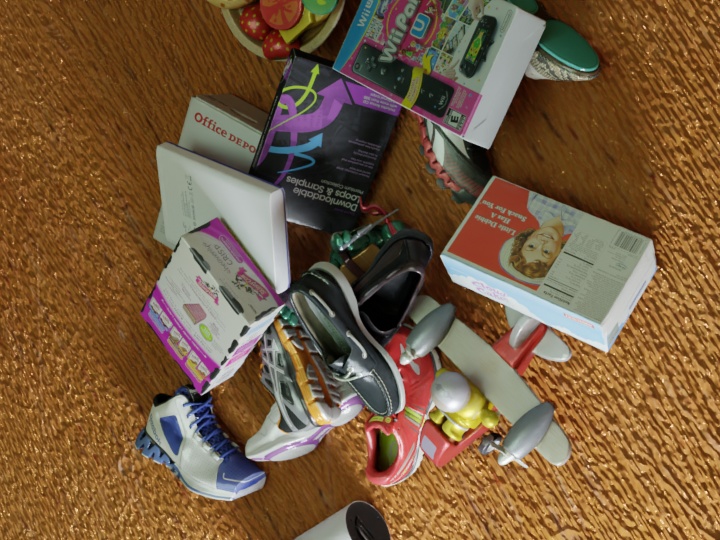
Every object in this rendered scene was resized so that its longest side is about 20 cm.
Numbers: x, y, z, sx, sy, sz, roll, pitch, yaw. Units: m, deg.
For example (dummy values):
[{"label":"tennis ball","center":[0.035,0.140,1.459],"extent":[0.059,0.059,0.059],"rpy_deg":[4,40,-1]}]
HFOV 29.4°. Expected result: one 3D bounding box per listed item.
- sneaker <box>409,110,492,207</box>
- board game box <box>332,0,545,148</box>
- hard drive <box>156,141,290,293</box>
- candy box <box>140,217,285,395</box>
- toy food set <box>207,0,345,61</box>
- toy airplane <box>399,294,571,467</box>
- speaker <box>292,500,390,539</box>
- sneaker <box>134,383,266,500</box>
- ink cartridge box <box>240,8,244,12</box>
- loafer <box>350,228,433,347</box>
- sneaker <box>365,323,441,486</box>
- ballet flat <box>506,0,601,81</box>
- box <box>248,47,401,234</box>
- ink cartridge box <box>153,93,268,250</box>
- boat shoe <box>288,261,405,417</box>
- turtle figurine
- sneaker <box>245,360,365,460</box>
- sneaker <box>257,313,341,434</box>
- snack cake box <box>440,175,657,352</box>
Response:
[{"label":"sneaker","center":[0.108,-0.169,1.541],"extent":[0.098,0.071,0.201],"rpy_deg":[-30,80,36]},{"label":"board game box","center":[0.082,-0.241,1.477],"extent":[0.200,0.064,0.148],"rpy_deg":[33,104,37]},{"label":"hard drive","center":[-0.164,-0.065,1.632],"extent":[0.200,0.025,0.132],"rpy_deg":[24,128,37]},{"label":"candy box","center":[-0.182,0.046,1.656],"extent":[0.137,0.061,0.200],"rpy_deg":[52,145,9]},{"label":"toy food set","center":[-0.099,-0.348,1.614],"extent":[0.198,0.049,0.201],"rpy_deg":[-37,78,33]},{"label":"toy airplane","center":[0.136,0.122,1.528],"extent":[0.199,0.141,0.200],"rpy_deg":[-5,89,39]},{"label":"speaker","center":[-0.054,0.369,1.736],"extent":[0.200,0.081,0.081],"rpy_deg":[-38,77,32]},{"label":"sneaker","center":[-0.216,0.216,1.818],"extent":[0.199,0.080,0.116],"rpy_deg":[24,113,30]},{"label":"ink cartridge box","center":[-0.088,-0.425,1.648],"extent":[0.197,0.047,0.201],"rpy_deg":[-20,86,36]},{"label":"loafer","center":[0.022,0.040,1.563],"extent":[0.072,0.063,0.200],"rpy_deg":[19,128,-15]},{"label":"sneaker","center":[0.044,0.164,1.632],"extent":[0.077,0.085,0.201],"rpy_deg":[12,105,30]},{"label":"ballet flat","center":[0.182,-0.257,1.490],"extent":[0.200,0.068,0.075],"rpy_deg":[50,143,23]},{"label":"box","center":[-0.045,-0.146,1.619],"extent":[0.142,0.036,0.201],"rpy_deg":[15,114,-16]},{"label":"ink cartridge box","center":[-0.162,-0.104,1.725],"extent":[0.146,0.083,0.201],"rpy_deg":[31,114,26]},{"label":"boat shoe","center":[-0.019,0.089,1.553],"extent":[0.075,0.060,0.200],"rpy_deg":[-21,104,46]},{"label":"turtle figurine","center":[0.000,0.000,1.630],"extent":[0.200,0.101,0.150],"rpy_deg":[-39,118,21]},{"label":"sneaker","center":[-0.075,0.172,1.733],"extent":[0.200,0.075,0.100],"rpy_deg":[-37,64,28]},{"label":"sneaker","center":[-0.092,0.106,1.665],"extent":[0.077,0.078,0.201],"rpy_deg":[-33,62,26]},{"label":"snack cake box","center":[0.202,-0.009,1.474],"extent":[0.199,0.067,0.115],"rpy_deg":[26,72,28]}]
